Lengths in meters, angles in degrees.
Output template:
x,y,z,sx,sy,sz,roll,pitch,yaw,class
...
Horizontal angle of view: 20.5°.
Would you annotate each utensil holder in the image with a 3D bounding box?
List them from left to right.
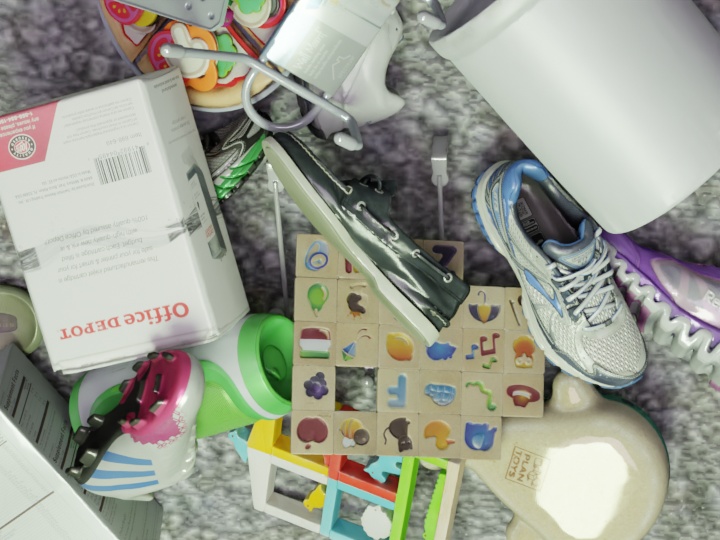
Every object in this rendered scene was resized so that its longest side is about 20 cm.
x,y,z,sx,sy,sz,roll,pitch,yaw,class
0.177,-0.153,1.468,0.170,0.170,0.200,-40,103,14,utensil holder

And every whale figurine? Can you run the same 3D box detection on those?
x,y,z,sx,sy,sz,roll,pitch,yaw,class
0.150,0.146,1.594,0.198,0.104,0.161,17,107,9,whale figurine

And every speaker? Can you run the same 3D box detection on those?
x,y,z,sx,sy,sz,roll,pitch,yaw,class
-0.136,0.094,1.574,0.199,0.088,0.089,-18,105,33,speaker

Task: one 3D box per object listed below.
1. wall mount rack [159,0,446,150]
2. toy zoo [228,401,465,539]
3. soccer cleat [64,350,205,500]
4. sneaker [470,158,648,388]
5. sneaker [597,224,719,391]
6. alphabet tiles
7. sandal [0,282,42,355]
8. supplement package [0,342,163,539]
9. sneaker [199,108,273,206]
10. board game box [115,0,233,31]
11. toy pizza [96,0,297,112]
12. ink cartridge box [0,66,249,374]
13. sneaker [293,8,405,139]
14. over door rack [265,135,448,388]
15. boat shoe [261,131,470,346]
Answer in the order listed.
x,y,z,sx,sy,sz,roll,pitch,yaw,class
-0.041,-0.179,1.429,0.173,0.075,0.201,27,115,-21,wall mount rack
-0.017,0.165,1.611,0.198,0.020,0.132,20,129,14,toy zoo
-0.149,0.119,1.501,0.086,0.070,0.200,22,146,-22,soccer cleat
0.156,0.001,1.509,0.077,0.085,0.201,-34,88,-18,sneaker
0.267,0.023,1.561,0.200,0.081,0.089,39,80,6,sneaker
0.046,0.060,1.530,0.198,0.008,0.169,3,83,-10,alphabet tiles
-0.359,0.046,1.622,0.199,0.057,0.081,-6,108,5,sandal
-0.266,0.181,1.613,0.113,0.110,0.200,-34,110,13,supplement package
-0.157,-0.074,1.562,0.199,0.078,0.086,-28,102,12,sneaker
-0.155,-0.298,1.467,0.199,0.026,0.202,20,102,28,board game box
-0.126,-0.217,1.503,0.198,0.032,0.202,9,110,26,toy pizza
-0.184,-0.037,1.502,0.144,0.085,0.202,-12,99,20,ink cartridge box
-0.013,-0.205,1.526,0.086,0.075,0.202,-9,108,-11,sneaker
0.000,0.000,1.577,0.146,0.067,0.202,-2,106,4,over door rack
0.009,-0.037,1.490,0.066,0.074,0.200,-42,94,-8,boat shoe
